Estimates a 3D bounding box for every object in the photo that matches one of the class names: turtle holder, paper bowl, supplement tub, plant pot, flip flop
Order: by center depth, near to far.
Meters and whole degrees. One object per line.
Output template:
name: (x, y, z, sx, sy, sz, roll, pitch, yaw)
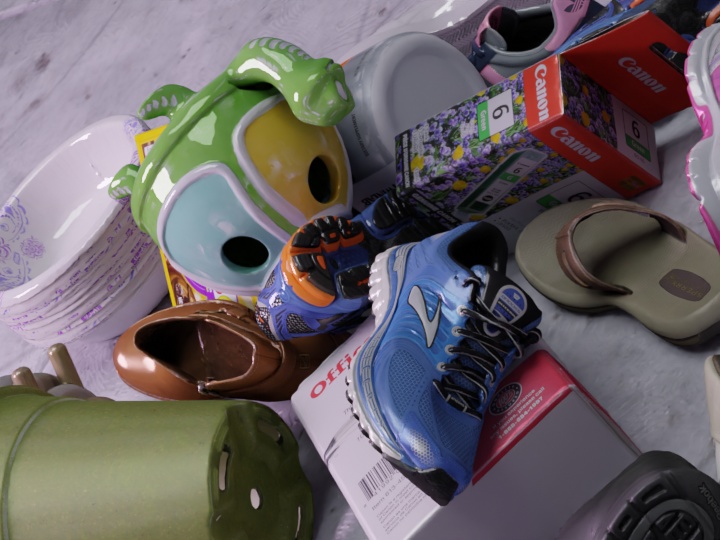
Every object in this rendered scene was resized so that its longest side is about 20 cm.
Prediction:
flip flop: (0.156, -0.009, 1.239, 0.081, 0.058, 0.200, -50, 29, -5)
plant pot: (-0.138, 0.159, 1.325, 0.189, 0.200, 0.201, -11, 43, 28)
turtle holder: (-0.062, -0.068, 1.355, 0.132, 0.141, 0.186, 47, 105, 19)
supplement tub: (-0.007, -0.082, 1.471, 0.200, 0.122, 0.123, -24, 36, 48)
paper bowl: (-0.217, -0.023, 1.711, 0.200, 0.104, 0.201, -34, 31, 24)

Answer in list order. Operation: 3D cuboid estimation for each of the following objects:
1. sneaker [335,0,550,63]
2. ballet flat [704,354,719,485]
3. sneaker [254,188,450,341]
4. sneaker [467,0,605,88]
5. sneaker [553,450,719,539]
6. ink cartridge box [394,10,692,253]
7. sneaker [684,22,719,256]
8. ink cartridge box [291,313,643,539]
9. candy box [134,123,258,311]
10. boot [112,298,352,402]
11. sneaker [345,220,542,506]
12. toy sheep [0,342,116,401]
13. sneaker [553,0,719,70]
sneaker: (0.064, -0.192, 1.585, 0.199, 0.074, 0.116, -24, 33, 19)
ballet flat: (0.213, 0.106, 1.021, 0.069, 0.069, 0.200, -45, 29, 4)
sneaker: (0.000, 0.000, 1.338, 0.078, 0.199, 0.076, -41, 71, 33)
sneaker: (0.098, -0.150, 1.467, 0.199, 0.082, 0.070, -21, 38, 39)
sneaker: (0.113, 0.175, 1.071, 0.200, 0.076, 0.091, -46, 10, 8)
ink cartridge box: (0.130, -0.082, 1.304, 0.199, 0.109, 0.051, -25, 52, 34)
sneaker: (0.243, -0.084, 1.205, 0.088, 0.082, 0.201, -17, 36, 21)
ink cartridge box: (0.058, 0.094, 1.216, 0.145, 0.084, 0.200, -44, 30, 4)
candy box: (-0.105, -0.012, 1.487, 0.026, 0.201, 0.102, -13, -1, -44)
boot: (-0.112, 0.052, 1.378, 0.199, 0.155, 0.074, -4, 86, 26)
sneaker: (0.049, 0.040, 1.129, 0.089, 0.079, 0.201, -32, 33, 28)
toy sheep: (-0.251, 0.137, 1.530, 0.199, 0.138, 0.138, -19, 39, 31)
sneaker: (0.196, -0.161, 1.362, 0.200, 0.075, 0.079, -35, 18, 9)
